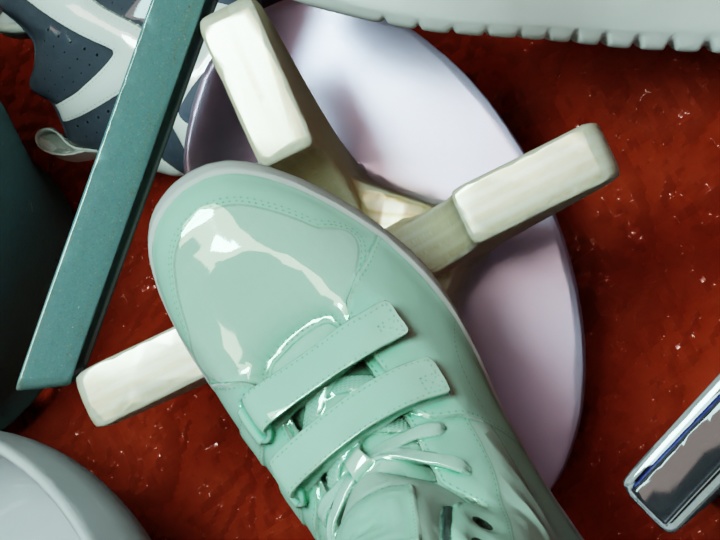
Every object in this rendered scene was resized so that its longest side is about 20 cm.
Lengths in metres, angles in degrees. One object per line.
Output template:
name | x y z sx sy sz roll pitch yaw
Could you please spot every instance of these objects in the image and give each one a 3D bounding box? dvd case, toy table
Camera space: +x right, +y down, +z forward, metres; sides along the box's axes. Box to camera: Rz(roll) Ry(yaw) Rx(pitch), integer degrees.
dvd case | 0.163 -0.003 0.678 0.025 0.150 0.200 45 98 12
toy table | 0.000 0.000 0.741 0.183 0.117 0.201 -37 84 7

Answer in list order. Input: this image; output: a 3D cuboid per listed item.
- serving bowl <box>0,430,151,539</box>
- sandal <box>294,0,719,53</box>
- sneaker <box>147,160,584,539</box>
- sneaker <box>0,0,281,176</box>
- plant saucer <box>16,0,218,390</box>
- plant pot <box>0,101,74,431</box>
serving bowl | -0.122 0.154 0.802 0.199 0.065 0.202 4 96 42
sandal | 0.063 -0.104 0.743 0.082 0.201 0.050 -151 66 -64
sneaker | 0.004 0.048 0.623 0.074 0.118 0.201 -40 84 8
sneaker | -0.090 -0.131 0.866 0.128 0.079 0.201 -5 85 15
plant saucer | -0.069 -0.055 0.728 0.019 0.070 0.202 20 89 -2
plant pot | -0.207 -0.016 0.827 0.198 0.188 0.202 -9 68 23
